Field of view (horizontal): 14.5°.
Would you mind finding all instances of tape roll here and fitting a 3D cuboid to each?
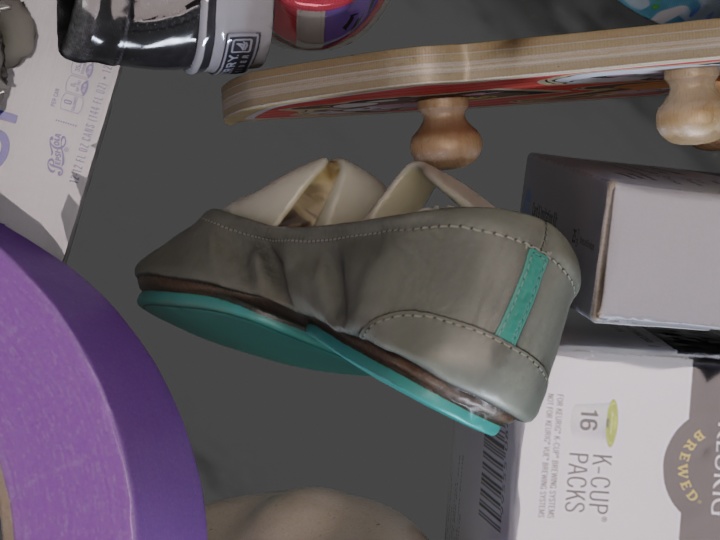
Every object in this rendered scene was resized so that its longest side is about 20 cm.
[{"bbox_3d":[-0.143,0.076,0.729,0.199,0.066,0.201,-1,84,14],"label":"tape roll"}]

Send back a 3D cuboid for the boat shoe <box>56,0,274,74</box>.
[{"bbox_3d":[-0.068,-0.147,0.794,0.068,0.074,0.200,-1,73,-15],"label":"boat shoe"}]

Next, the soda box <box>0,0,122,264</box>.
[{"bbox_3d":[-0.121,0.002,0.830,0.063,0.068,0.201,16,93,-7],"label":"soda box"}]

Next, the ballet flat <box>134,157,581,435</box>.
[{"bbox_3d":[0.000,0.000,0.783,0.067,0.200,0.064,26,84,-27],"label":"ballet flat"}]

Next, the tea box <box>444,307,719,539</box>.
[{"bbox_3d":[0.124,0.119,0.825,0.196,0.134,0.201,3,94,-5],"label":"tea box"}]

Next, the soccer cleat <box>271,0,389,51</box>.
[{"bbox_3d":[-0.007,-0.164,0.824,0.068,0.073,0.201,4,93,-4],"label":"soccer cleat"}]

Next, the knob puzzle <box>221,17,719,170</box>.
[{"bbox_3d":[0.052,-0.045,0.785,0.219,0.220,0.031,-5,91,-4],"label":"knob puzzle"}]

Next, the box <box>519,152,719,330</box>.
[{"bbox_3d":[0.153,-0.001,0.808,0.199,0.156,0.041,7,95,-4],"label":"box"}]

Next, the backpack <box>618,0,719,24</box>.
[{"bbox_3d":[0.099,-0.140,0.769,0.154,0.200,0.163,-32,96,-3],"label":"backpack"}]

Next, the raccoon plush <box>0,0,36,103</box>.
[{"bbox_3d":[-0.151,-0.113,0.737,0.097,0.134,0.201,-18,80,12],"label":"raccoon plush"}]

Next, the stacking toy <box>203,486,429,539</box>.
[{"bbox_3d":[-0.026,0.177,0.830,0.146,0.146,0.201,-17,108,-3],"label":"stacking toy"}]
